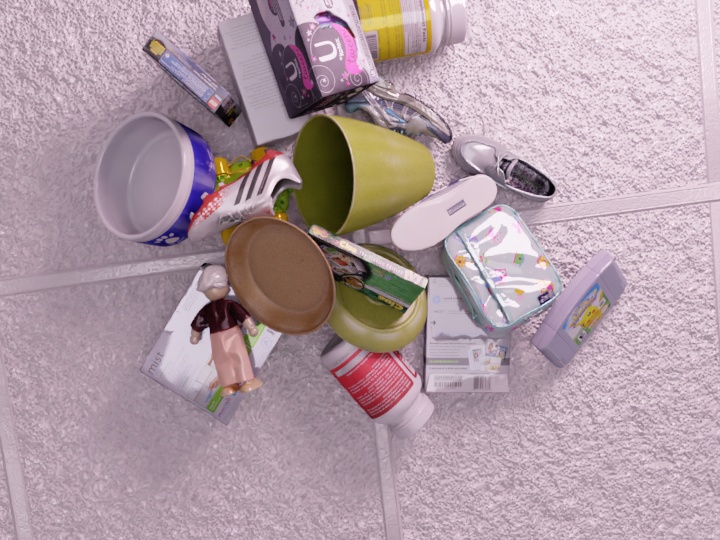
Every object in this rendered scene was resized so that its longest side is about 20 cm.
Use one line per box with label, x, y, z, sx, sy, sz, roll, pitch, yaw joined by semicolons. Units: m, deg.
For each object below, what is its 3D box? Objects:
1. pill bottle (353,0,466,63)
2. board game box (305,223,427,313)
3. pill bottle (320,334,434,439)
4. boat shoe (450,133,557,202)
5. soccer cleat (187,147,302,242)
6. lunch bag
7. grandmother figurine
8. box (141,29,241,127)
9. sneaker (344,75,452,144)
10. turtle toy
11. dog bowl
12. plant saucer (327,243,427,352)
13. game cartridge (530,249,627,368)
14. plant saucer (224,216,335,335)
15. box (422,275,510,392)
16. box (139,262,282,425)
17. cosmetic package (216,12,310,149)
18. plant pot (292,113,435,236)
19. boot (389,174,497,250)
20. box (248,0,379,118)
pill bottle;0.068;-0.407;1.189;0.195;0.114;0.117;-10;96;-3
board game box;0.000;0.000;1.143;0.197;0.105;0.024;26;58;-4
pill bottle;0.032;0.185;1.242;0.112;0.112;0.201;-41;96;1
boat shoe;0.250;-0.177;1.243;0.198;0.072;0.071;26;93;-6
soccer cleat;-0.177;-0.102;1.116;0.199;0.069;0.085;-41;74;-12
lunch bag;0.232;0.004;1.219;0.158;0.077;0.202;-27;74;-13
grandmother figurine;-0.218;0.093;1.151;0.118;0.061;0.205;-11;94;5
box;-0.257;-0.292;1.135;0.136;0.200;0.040;41;91;-6
sneaker;0.063;-0.259;1.231;0.198;0.078;0.087;31;102;2
turtle toy;-0.205;-0.110;1.202;0.195;0.101;0.149;-13;82;-4
dog bowl;-0.328;-0.143;1.157;0.196;0.078;0.205;-5;80;29
plant saucer;0.026;0.037;1.212;0.195;0.031;0.204;8;60;-15
game cartridge;0.379;0.068;1.254;0.201;0.040;0.133;-53;137;2
plant saucer;-0.119;0.004;1.126;0.196;0.035;0.204;14;122;22
box;0.188;0.111;1.282;0.152;0.041;0.205;0;96;-4
box;-0.243;0.121;1.226;0.174;0.097;0.202;31;93;-5
cosmetic package;-0.158;-0.314;1.198;0.099;0.071;0.204;-19;96;-11
plant pot;0.018;-0.156;1.176;0.197;0.186;0.192;-8;97;-35
boot;0.133;-0.097;1.229;0.197;0.090;0.074;-27;101;-6
box;-0.075;-0.357;1.118;0.113;0.131;0.204;-24;97;-28
